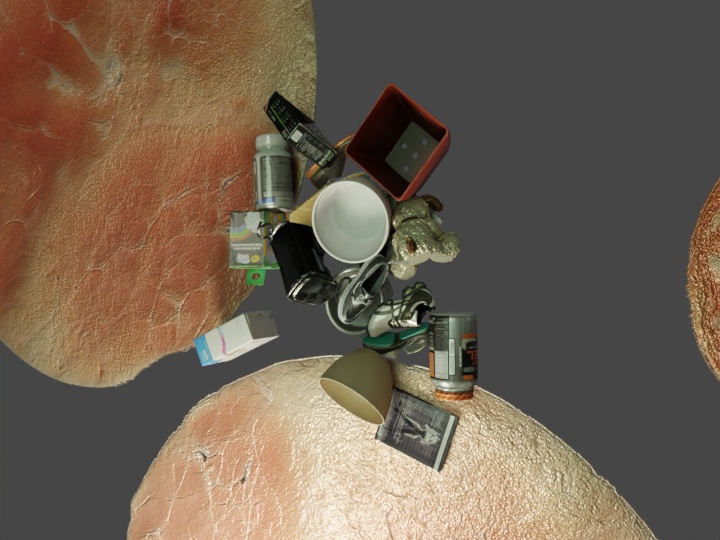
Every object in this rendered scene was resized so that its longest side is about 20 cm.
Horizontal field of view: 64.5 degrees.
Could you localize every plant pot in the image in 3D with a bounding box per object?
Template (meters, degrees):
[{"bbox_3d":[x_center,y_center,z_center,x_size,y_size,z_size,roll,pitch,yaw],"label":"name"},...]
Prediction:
[{"bbox_3d":[0.113,-0.303,1.423,0.200,0.175,0.202,43,105,19],"label":"plant pot"},{"bbox_3d":[0.007,0.282,1.474,0.196,0.202,0.136,24,63,22],"label":"plant pot"}]

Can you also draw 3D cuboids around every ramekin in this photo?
[{"bbox_3d":[-0.014,-0.133,1.405,0.194,0.105,0.206,5,112,13],"label":"ramekin"}]

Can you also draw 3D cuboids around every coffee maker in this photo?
[{"bbox_3d":[-0.169,-0.019,1.508,0.203,0.187,0.137,65,146,38],"label":"coffee maker"}]

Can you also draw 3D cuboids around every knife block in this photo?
[{"bbox_3d":[-0.066,-0.136,1.512,0.198,0.064,0.177,-33,101,21],"label":"knife block"}]

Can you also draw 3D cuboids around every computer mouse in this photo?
[{"bbox_3d":[0.000,0.000,1.488,0.058,0.034,0.201,40,94,-10],"label":"computer mouse"}]

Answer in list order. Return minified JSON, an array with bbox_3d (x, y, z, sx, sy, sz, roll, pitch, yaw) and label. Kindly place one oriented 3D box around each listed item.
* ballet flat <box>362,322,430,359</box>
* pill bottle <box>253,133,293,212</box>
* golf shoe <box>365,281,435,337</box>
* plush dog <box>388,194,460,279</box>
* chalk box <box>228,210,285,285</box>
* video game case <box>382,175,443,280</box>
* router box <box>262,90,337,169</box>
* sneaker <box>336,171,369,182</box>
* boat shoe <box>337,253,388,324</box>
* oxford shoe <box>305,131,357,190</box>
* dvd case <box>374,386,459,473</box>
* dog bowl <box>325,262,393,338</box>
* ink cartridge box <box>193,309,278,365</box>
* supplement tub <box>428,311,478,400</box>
[{"bbox_3d":[0.100,0.192,1.483,0.194,0.068,0.070,-14,113,21],"label":"ballet flat"},{"bbox_3d":[-0.246,-0.274,1.616,0.110,0.113,0.207,-3,88,23],"label":"pill bottle"},{"bbox_3d":[0.101,0.115,1.441,0.198,0.078,0.095,-38,45,4],"label":"golf shoe"},{"bbox_3d":[0.131,-0.101,1.420,0.196,0.160,0.176,-24,57,22],"label":"plush dog"},{"bbox_3d":[-0.294,-0.063,1.630,0.121,0.123,0.207,1,91,22],"label":"chalk box"},{"bbox_3d":[0.095,-0.113,1.513,0.182,0.022,0.202,44,106,18],"label":"video game case"},{"bbox_3d":[-0.163,-0.375,1.521,0.062,0.148,0.201,-47,46,14],"label":"router box"},{"bbox_3d":[-0.050,-0.203,1.556,0.197,0.078,0.079,-31,92,23],"label":"sneaker"},{"bbox_3d":[0.010,0.056,1.449,0.203,0.071,0.068,-56,27,10],"label":"boat shoe"},{"bbox_3d":[-0.061,-0.301,1.569,0.199,0.071,0.073,-39,95,23],"label":"oxford shoe"},{"bbox_3d":[0.144,0.412,1.488,0.195,0.016,0.153,21,97,23],"label":"dvd case"},{"bbox_3d":[-0.008,0.082,1.537,0.194,0.058,0.207,0,89,24],"label":"dog bowl"},{"bbox_3d":[-0.354,0.192,1.640,0.196,0.144,0.087,-28,79,21],"label":"ink cartridge box"},{"bbox_3d":[0.228,0.206,1.396,0.119,0.122,0.207,-1,90,23],"label":"supplement tub"}]
